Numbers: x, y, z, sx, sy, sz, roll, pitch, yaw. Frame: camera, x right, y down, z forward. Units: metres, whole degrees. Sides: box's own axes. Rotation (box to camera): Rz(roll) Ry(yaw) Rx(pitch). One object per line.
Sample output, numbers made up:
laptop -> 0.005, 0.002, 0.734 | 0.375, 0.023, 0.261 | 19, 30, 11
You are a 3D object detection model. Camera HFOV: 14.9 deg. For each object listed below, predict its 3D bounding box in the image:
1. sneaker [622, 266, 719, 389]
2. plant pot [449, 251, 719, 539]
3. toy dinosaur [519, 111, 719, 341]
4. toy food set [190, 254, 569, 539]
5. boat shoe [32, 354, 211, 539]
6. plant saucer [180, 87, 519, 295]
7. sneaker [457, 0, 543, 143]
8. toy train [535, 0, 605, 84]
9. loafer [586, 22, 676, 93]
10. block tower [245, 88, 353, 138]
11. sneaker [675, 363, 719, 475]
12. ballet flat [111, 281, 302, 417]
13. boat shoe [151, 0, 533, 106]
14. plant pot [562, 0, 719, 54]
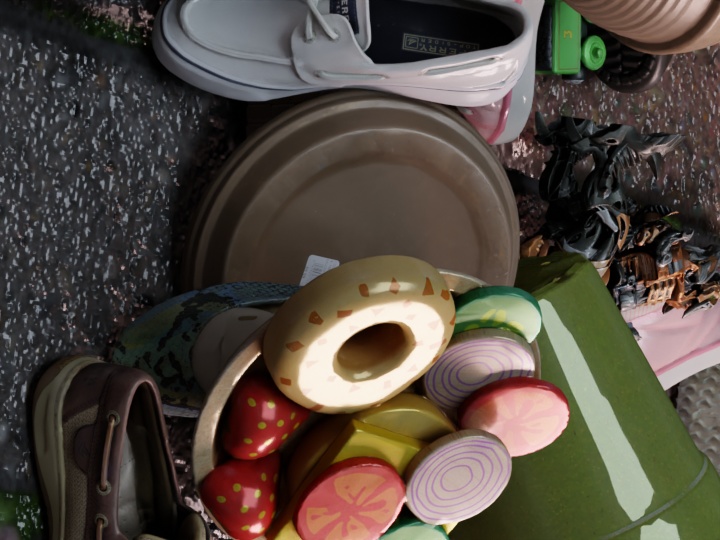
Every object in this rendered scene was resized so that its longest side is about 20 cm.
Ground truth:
sneaker -> 0.210, 0.009, 1.836 | 0.200, 0.075, 0.105 | -26, 118, -46
plant pot -> 0.109, 0.097, 1.637 | 0.200, 0.200, 0.190 | -34, 105, -48
toy dinosaur -> 0.144, -0.025, 1.707 | 0.200, 0.102, 0.136 | 7, 95, -46
toy food set -> 0.010, 0.079, 1.419 | 0.198, 0.049, 0.200 | 19, 115, -36
boat shoe -> -0.113, 0.141, 1.405 | 0.072, 0.072, 0.200 | -22, 110, -51
plant saucer -> 0.000, 0.000, 1.502 | 0.200, 0.029, 0.200 | -8, 112, -20
sneaker -> 0.048, -0.144, 1.598 | 0.200, 0.105, 0.075 | 96, -18, -56
toy train -> 0.125, -0.218, 1.742 | 0.056, 0.042, 0.200 | -5, 96, -43
loafer -> 0.184, -0.215, 1.789 | 0.071, 0.073, 0.200 | -9, 99, -51
block tower -> -0.027, -0.132, 1.524 | 0.058, 0.054, 0.200 | -6, 96, -53
sneaker -> 0.265, 0.108, 1.933 | 0.100, 0.070, 0.200 | 44, 61, -54
ballet flat -> -0.029, 0.039, 1.447 | 0.200, 0.074, 0.074 | -7, 99, -22
boat shoe -> -0.008, -0.131, 1.448 | 0.065, 0.200, 0.074 | 112, -23, -68
plant pot -> 0.147, -0.221, 1.617 | 0.093, 0.201, 0.201 | -12, 103, -28
